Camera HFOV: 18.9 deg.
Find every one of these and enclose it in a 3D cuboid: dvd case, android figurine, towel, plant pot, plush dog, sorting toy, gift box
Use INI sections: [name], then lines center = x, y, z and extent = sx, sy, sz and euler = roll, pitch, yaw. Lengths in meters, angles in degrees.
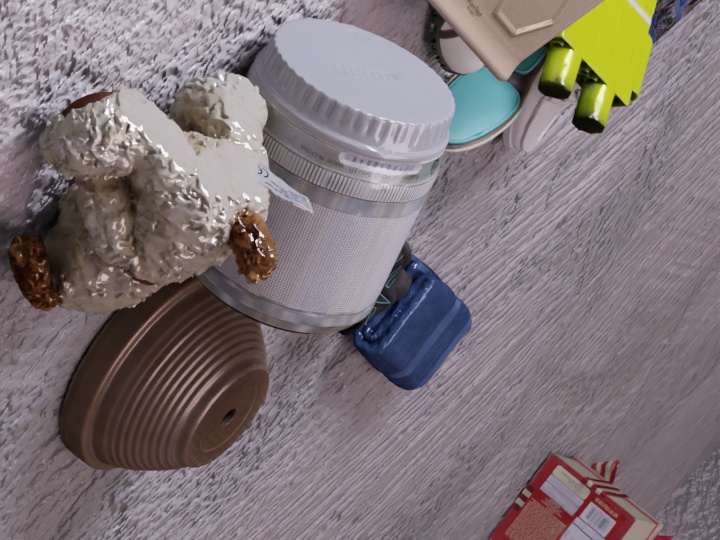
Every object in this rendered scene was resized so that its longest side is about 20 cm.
[dvd case]
center = 0.329, -0.287, 2.181
extent = 0.200, 0.018, 0.143
euler = -41, 167, -1
[android figurine]
center = 0.211, -0.230, 1.939
extent = 0.182, 0.041, 0.200
euler = 37, 60, -44
[towel]
center = 0.051, 0.056, 2.161
extent = 0.112, 0.049, 0.200
euler = -53, 161, -3
[plant pot]
center = -0.139, 0.091, 1.734
extent = 0.201, 0.093, 0.201
euler = -44, 157, -24
[plush dog]
center = -0.147, -0.031, 1.475
extent = 0.172, 0.161, 0.200
euler = -34, 171, 34
[sorting toy]
center = 0.145, -0.258, 1.678
extent = 0.200, 0.036, 0.185
euler = -40, 143, 8
[gift box]
center = 0.326, 0.370, 3.092
extent = 0.200, 0.185, 0.187
euler = -49, 159, 5

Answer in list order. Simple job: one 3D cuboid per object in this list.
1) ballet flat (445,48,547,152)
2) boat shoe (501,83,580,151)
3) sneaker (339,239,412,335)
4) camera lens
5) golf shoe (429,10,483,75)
[ballet flat]
center = 0.125, -0.167, 1.943
extent = 0.200, 0.069, 0.069
euler = -45, 159, -22
[boat shoe]
center = 0.203, -0.189, 2.062
extent = 0.071, 0.069, 0.200
euler = -22, 144, -58
[sneaker]
center = 0.000, 0.000, 1.918
extent = 0.079, 0.075, 0.200
euler = -46, 159, -13
[camera lens]
center = -0.034, -0.065, 1.607
extent = 0.160, 0.160, 0.200
euler = -23, 144, -54
[golf shoe]
center = 0.117, -0.228, 1.786
extent = 0.077, 0.088, 0.200
euler = -39, 157, -39
